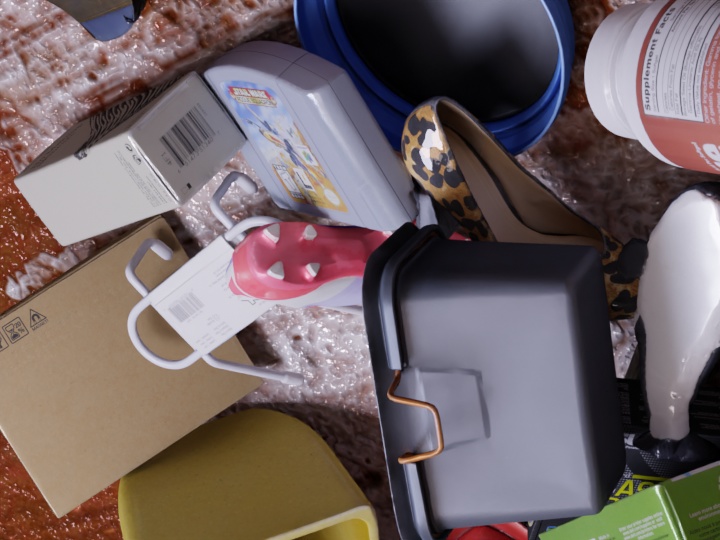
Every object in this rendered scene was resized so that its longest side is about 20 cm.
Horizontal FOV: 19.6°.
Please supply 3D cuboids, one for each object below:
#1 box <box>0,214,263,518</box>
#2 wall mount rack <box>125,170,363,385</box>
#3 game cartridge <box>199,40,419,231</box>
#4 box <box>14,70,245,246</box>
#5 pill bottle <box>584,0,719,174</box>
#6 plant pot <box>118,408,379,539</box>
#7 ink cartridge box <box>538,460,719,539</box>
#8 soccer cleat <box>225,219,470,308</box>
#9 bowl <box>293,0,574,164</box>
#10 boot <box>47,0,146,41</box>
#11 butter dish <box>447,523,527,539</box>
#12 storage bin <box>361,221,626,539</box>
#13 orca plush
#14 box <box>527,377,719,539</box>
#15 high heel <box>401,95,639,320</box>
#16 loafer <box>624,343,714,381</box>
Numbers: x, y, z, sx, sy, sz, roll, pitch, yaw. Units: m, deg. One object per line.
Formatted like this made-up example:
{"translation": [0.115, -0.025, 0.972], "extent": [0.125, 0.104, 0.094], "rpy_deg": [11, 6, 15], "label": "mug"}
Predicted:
{"translation": [-0.200, 0.076, 1.655], "extent": [0.164, 0.199, 0.021], "rpy_deg": [59, 172, -14], "label": "box"}
{"translation": [-0.080, 0.022, 1.598], "extent": [0.174, 0.075, 0.200], "rpy_deg": [46, 130, -12], "label": "wall mount rack"}
{"translation": [-0.043, -0.097, 1.449], "extent": [0.134, 0.042, 0.200], "rpy_deg": [54, 163, -23], "label": "game cartridge"}
{"translation": [-0.174, -0.080, 1.546], "extent": [0.069, 0.082, 0.199], "rpy_deg": [53, 148, -15], "label": "box"}
{"translation": [0.227, -0.112, 1.233], "extent": [0.199, 0.112, 0.113], "rpy_deg": [15, 139, 56], "label": "pill bottle"}
{"translation": [-0.099, 0.226, 1.699], "extent": [0.200, 0.193, 0.197], "rpy_deg": [-121, 17, -49], "label": "plant pot"}
{"translation": [0.243, 0.166, 1.388], "extent": [0.148, 0.199, 0.076], "rpy_deg": [-35, 74, 56], "label": "ink cartridge box"}
{"translation": [0.000, 0.000, 1.499], "extent": [0.198, 0.067, 0.076], "rpy_deg": [3, 164, -25], "label": "soccer cleat"}
{"translation": [0.051, -0.162, 1.390], "extent": [0.199, 0.039, 0.202], "rpy_deg": [18, 134, 20], "label": "bowl"}
{"translation": [-0.162, -0.224, 1.463], "extent": [0.199, 0.075, 0.097], "rpy_deg": [-12, 132, 48], "label": "boot"}
{"translation": [0.106, 0.318, 1.696], "extent": [0.199, 0.148, 0.200], "rpy_deg": [37, 138, 0], "label": "butter dish"}
{"translation": [0.089, 0.074, 1.337], "extent": [0.133, 0.146, 0.202], "rpy_deg": [-4, 106, 22], "label": "storage bin"}
{"translation": [0.228, 0.028, 1.349], "extent": [0.105, 0.071, 0.202], "rpy_deg": [11, 117, 40], "label": "orca plush"}
{"translation": [0.228, 0.145, 1.472], "extent": [0.198, 0.045, 0.161], "rpy_deg": [6, 141, -6], "label": "box"}
{"translation": [0.116, -0.039, 1.374], "extent": [0.199, 0.072, 0.143], "rpy_deg": [23, 151, 20], "label": "high heel"}
{"translation": [0.225, 0.055, 1.449], "extent": [0.062, 0.072, 0.201], "rpy_deg": [21, 133, 6], "label": "loafer"}
